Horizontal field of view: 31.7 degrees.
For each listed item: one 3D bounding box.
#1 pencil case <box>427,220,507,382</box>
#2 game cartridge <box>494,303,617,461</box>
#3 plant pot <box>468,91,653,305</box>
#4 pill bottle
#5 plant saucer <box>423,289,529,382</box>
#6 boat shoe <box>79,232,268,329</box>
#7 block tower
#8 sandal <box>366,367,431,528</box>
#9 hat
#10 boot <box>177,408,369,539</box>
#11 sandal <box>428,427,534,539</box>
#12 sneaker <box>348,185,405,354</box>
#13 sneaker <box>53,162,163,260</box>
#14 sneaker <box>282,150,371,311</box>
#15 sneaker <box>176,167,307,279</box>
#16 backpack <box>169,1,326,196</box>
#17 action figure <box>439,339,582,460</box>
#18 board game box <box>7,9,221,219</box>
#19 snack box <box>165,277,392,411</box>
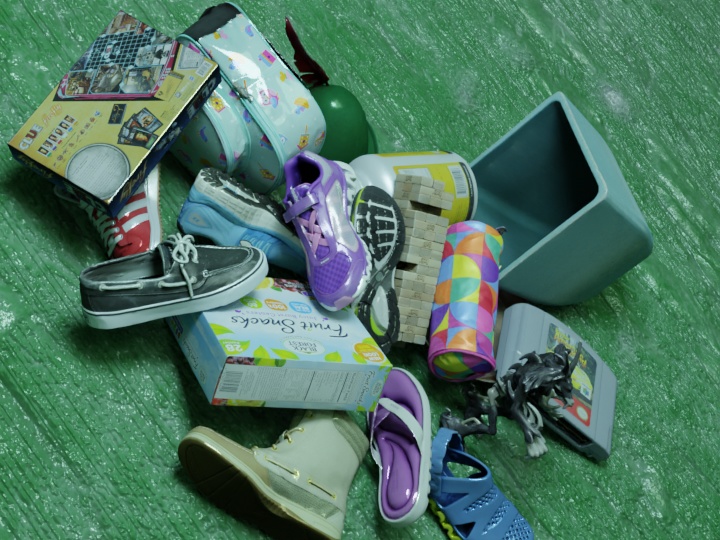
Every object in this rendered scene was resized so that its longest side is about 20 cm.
[{"bbox_3d":[0.129,0.035,1.513,0.088,0.088,0.202,24,54,-19],"label":"pencil case"},{"bbox_3d":[0.250,0.134,1.589,0.200,0.041,0.134,38,43,-25],"label":"game cartridge"},{"bbox_3d":[0.273,-0.069,1.663,0.199,0.196,0.197,29,32,-39],"label":"plant pot"},{"bbox_3d":[0.042,-0.090,1.581,0.199,0.112,0.113,-7,63,-38],"label":"pill bottle"},{"bbox_3d":[0.132,0.057,1.595,0.199,0.034,0.202,19,50,-25],"label":"plant saucer"},{"bbox_3d":[-0.190,-0.001,1.294,0.197,0.069,0.074,-12,37,-15],"label":"boat shoe"},{"bbox_3d":[0.058,-0.009,1.497,0.054,0.058,0.202,12,90,-35],"label":"block tower"},{"bbox_3d":[0.038,0.182,1.386,0.050,0.082,0.204,38,29,-39],"label":"sandal"},{"bbox_3d":[-0.018,-0.217,1.582,0.199,0.176,0.166,-27,77,-43],"label":"hat"},{"bbox_3d":[-0.086,0.186,1.324,0.199,0.072,0.155,36,46,-15],"label":"boot"},{"bbox_3d":[0.119,0.247,1.414,0.200,0.087,0.080,40,43,-7],"label":"sandal"},{"bbox_3d":[0.000,0.000,1.469,0.073,0.081,0.202,14,75,-34],"label":"sneaker"},{"bbox_3d":[-0.274,-0.061,1.370,0.111,0.071,0.202,9,56,-26],"label":"sneaker"},{"bbox_3d":[-0.046,-0.051,1.400,0.088,0.080,0.202,37,35,-49],"label":"sneaker"},{"bbox_3d":[-0.130,-0.039,1.460,0.199,0.090,0.079,31,17,-35],"label":"sneaker"},{"bbox_3d":[-0.143,-0.183,1.478,0.200,0.176,0.153,42,62,-1],"label":"backpack"},{"bbox_3d":[0.190,0.152,1.450,0.102,0.199,0.119,54,42,-3],"label":"action figure"},{"bbox_3d":[-0.258,-0.169,1.347,0.135,0.035,0.201,30,68,13],"label":"board game box"},{"bbox_3d":[-0.090,0.075,1.359,0.198,0.068,0.169,5,29,-31],"label":"snack box"}]
